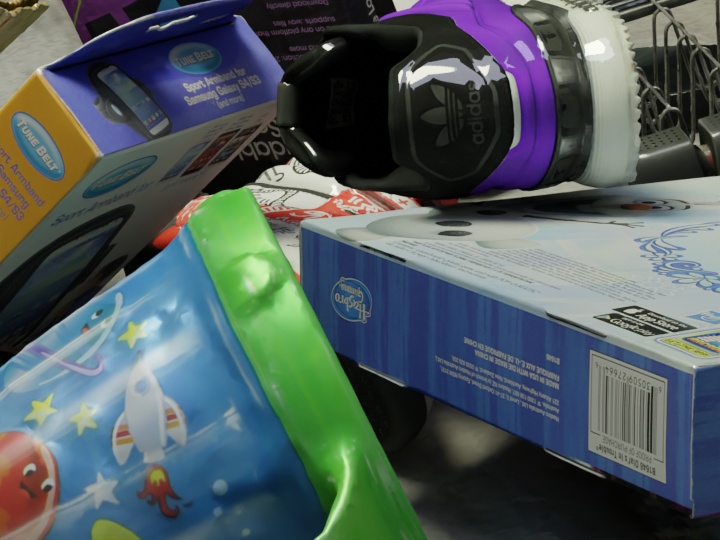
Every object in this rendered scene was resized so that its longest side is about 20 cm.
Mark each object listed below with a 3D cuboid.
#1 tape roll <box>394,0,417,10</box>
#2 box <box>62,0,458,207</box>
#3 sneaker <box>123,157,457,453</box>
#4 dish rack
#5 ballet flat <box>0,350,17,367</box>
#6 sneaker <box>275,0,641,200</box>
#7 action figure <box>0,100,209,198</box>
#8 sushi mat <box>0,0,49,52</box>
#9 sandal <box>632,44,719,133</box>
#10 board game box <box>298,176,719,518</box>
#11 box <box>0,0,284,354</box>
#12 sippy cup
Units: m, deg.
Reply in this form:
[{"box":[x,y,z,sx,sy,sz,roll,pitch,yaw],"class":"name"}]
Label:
[{"box":[-0.012,-0.134,1.076,0.199,0.048,0.201,-8,-15,-2],"class":"tape roll"},{"box":[-0.053,-0.104,0.971,0.142,0.201,0.036,0,38,36],"class":"box"},{"box":[-0.001,-0.001,0.859,0.108,0.068,0.201,-27,21,-21],"class":"sneaker"},{"box":[0.143,-0.077,0.944,0.152,0.055,0.200,-16,27,-4],"class":"dish rack"},{"box":[-0.138,0.048,0.752,0.057,0.067,0.200,-25,-20,14],"class":"ballet flat"},{"box":[0.017,-0.061,0.812,0.099,0.070,0.200,-7,6,-13],"class":"sneaker"},{"box":[-0.115,-0.031,0.974,0.119,0.103,0.200,-29,9,-36],"class":"action figure"},{"box":[-0.213,-0.046,1.044,0.200,0.012,0.096,-43,4,10],"class":"sushi mat"},{"box":[0.075,-0.092,1.062,0.199,0.048,0.075,0,27,33],"class":"sandal"},{"box":[0.115,0.012,0.707,0.198,0.044,0.200,-8,15,-28],"class":"board game box"},{"box":[-0.107,-0.018,0.824,0.200,0.042,0.119,-40,-8,32],"class":"box"},{"box":[-0.057,0.066,0.662,0.130,0.140,0.178,-27,-14,-1],"class":"sippy cup"}]
